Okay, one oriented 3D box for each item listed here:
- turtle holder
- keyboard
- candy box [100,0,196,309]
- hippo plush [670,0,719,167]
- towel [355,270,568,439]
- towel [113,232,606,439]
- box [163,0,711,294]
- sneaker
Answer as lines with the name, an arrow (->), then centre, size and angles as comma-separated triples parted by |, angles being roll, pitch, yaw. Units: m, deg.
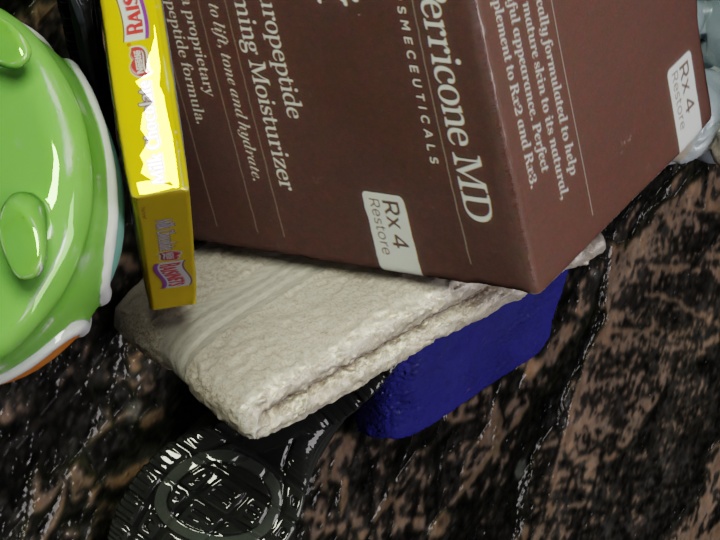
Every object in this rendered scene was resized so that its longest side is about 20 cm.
turtle holder -> -0.164, -0.041, 1.095 | 0.141, 0.186, 0.132 | -39, 163, 7
keyboard -> -0.124, -0.113, 1.135 | 0.200, 0.039, 0.105 | 99, -17, -74
candy box -> -0.084, -0.054, 1.140 | 0.200, 0.026, 0.103 | 100, -21, -77
hippo plush -> 0.213, -0.143, 1.649 | 0.200, 0.159, 0.161 | -57, 178, 0
towel -> 0.057, -0.018, 1.474 | 0.147, 0.049, 0.201 | -30, 143, -37
towel -> 0.000, 0.000, 1.286 | 0.199, 0.132, 0.035 | -29, 122, -18
box -> 0.023, -0.110, 1.258 | 0.164, 0.199, 0.167 | -42, 129, -41
sneaker -> -0.047, 0.083, 1.364 | 0.200, 0.076, 0.091 | -49, -178, -9
